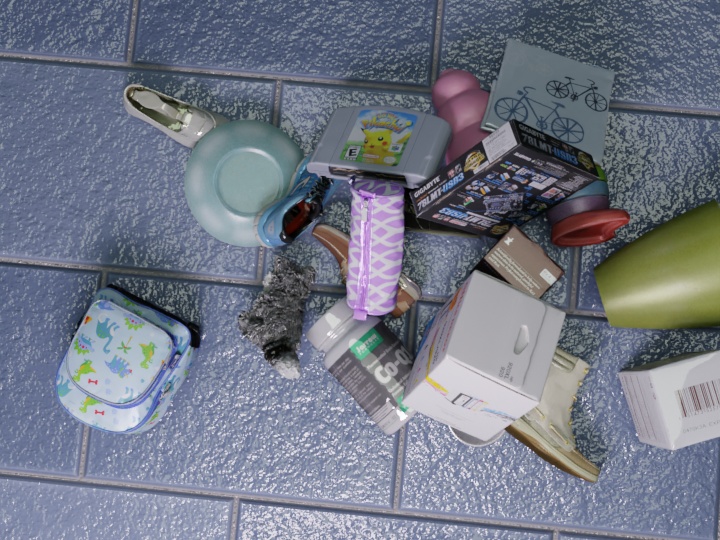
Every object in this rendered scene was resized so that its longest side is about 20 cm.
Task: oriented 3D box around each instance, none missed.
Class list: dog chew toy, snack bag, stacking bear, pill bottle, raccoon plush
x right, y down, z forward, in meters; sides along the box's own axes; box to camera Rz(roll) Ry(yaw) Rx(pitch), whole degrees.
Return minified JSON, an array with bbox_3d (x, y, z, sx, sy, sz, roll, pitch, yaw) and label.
[{"bbox_3d":[0.174,-0.222,1.620,0.124,0.125,0.201,-23,76,0],"label":"dog chew toy"},{"bbox_3d":[0.287,-0.260,1.593,0.188,0.021,0.201,18,57,-1],"label":"snack bag"},{"bbox_3d":[0.326,-0.148,1.614,0.113,0.122,0.201,-9,75,-6],"label":"stacking bear"},{"bbox_3d":[0.016,0.141,1.590,0.113,0.113,0.200,-43,85,-2],"label":"pill bottle"},{"bbox_3d":[-0.098,0.067,1.580,0.200,0.097,0.134,39,103,48],"label":"raccoon plush"}]

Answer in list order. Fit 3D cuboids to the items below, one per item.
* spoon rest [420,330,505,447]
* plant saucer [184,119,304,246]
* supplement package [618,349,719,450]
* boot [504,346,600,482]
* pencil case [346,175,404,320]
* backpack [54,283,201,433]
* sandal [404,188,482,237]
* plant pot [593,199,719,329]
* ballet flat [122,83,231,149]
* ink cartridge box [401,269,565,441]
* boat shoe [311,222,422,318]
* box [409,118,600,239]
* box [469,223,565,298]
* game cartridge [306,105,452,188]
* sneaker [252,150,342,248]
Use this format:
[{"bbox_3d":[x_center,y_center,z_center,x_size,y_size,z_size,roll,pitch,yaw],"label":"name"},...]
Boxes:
[{"bbox_3d":[0.155,0.175,1.608,0.099,0.061,0.201,-28,83,-3],"label":"spoon rest"},{"bbox_3d":[-0.175,-0.137,1.641,0.200,0.039,0.202,0,92,-9],"label":"plant saucer"},{"bbox_3d":[0.466,0.186,1.525,0.116,0.200,0.118,-16,84,1],"label":"supplement package"},{"bbox_3d":[0.312,0.214,1.593,0.200,0.072,0.155,37,76,-7],"label":"boot"},{"bbox_3d":[0.021,-0.035,1.527,0.083,0.086,0.201,6,112,14],"label":"pencil case"},{"bbox_3d":[-0.363,0.143,1.590,0.182,0.147,0.201,26,89,7],"label":"backpack"},{"bbox_3d":[0.109,-0.090,1.642,0.200,0.057,0.080,15,82,-12],"label":"sandal"},{"bbox_3d":[0.459,0.013,1.568,0.199,0.187,0.188,-17,84,16],"label":"plant pot"},{"bbox_3d":[-0.291,-0.243,1.664,0.199,0.069,0.070,24,86,4],"label":"ballet flat"},{"bbox_3d":[0.169,0.123,1.469,0.144,0.200,0.148,24,61,-5],"label":"ink cartridge box"},{"bbox_3d":[0.000,0.000,1.626,0.200,0.076,0.072,37,89,7],"label":"boat shoe"},{"bbox_3d":[0.208,-0.123,1.508,0.198,0.199,0.050,-33,59,37],"label":"box"},{"bbox_3d":[0.228,0.003,1.551,0.100,0.200,0.075,44,84,5],"label":"box"},{"bbox_3d":[0.031,-0.190,1.574,0.199,0.041,0.134,9,52,21],"label":"game cartridge"},{"bbox_3d":[-0.073,-0.109,1.610,0.078,0.090,0.200,47,72,-31],"label":"sneaker"}]
